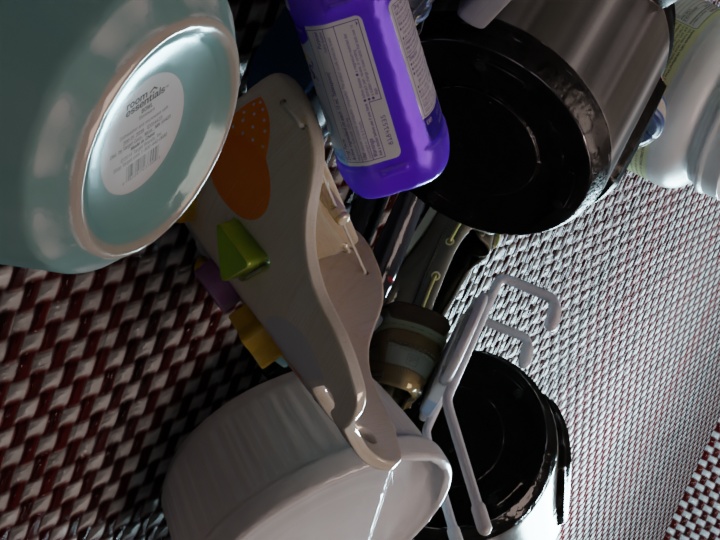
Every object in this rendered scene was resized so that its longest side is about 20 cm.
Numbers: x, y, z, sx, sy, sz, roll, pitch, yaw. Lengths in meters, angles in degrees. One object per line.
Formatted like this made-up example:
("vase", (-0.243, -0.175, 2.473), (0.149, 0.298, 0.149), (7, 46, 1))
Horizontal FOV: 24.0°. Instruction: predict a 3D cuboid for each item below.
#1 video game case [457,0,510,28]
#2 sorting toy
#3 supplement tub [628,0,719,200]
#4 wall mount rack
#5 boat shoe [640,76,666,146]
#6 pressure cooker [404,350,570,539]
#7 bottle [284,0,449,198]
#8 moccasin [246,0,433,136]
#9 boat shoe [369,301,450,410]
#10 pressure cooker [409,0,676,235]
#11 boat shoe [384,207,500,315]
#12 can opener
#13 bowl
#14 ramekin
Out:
("video game case", (0.130, -0.258, 0.971), (0.182, 0.023, 0.202), (-40, -154, 58))
("sorting toy", (-0.029, 0.023, 0.974), (0.106, 0.181, 0.200), (-28, 153, -2))
("supplement tub", (0.222, -0.154, 1.336), (0.145, 0.199, 0.146), (-48, 156, -30))
("wall mount rack", (0.081, 0.101, 1.204), (0.200, 0.074, 0.175), (104, 9, -73))
("boat shoe", (0.142, -0.113, 1.268), (0.072, 0.198, 0.073), (42, 48, -39))
("pressure cooker", (0.088, 0.178, 1.456), (0.176, 0.178, 0.201), (-51, 155, -18))
("bottle", (-0.006, -0.142, 0.909), (0.084, 0.065, 0.202), (-94, 167, -64))
("moccasin", (0.007, -0.167, 1.006), (0.200, 0.080, 0.068), (-48, 148, 2))
("boat shoe", (0.015, 0.085, 1.275), (0.200, 0.071, 0.077), (108, -3, -72))
("pressure cooker", (0.114, -0.147, 1.115), (0.180, 0.174, 0.201), (92, 24, -49))
("boat shoe", (0.078, -0.026, 1.354), (0.202, 0.060, 0.072), (-53, 158, -22))
("can opener", (0.000, 0.000, 1.200), (0.201, 0.063, 0.079), (-60, 164, -5))
("bowl", (-0.127, -0.079, 0.751), (0.201, 0.104, 0.202), (-50, 157, -30))
("ramekin", (-0.044, 0.150, 1.159), (0.201, 0.095, 0.203), (-24, 151, -14))
